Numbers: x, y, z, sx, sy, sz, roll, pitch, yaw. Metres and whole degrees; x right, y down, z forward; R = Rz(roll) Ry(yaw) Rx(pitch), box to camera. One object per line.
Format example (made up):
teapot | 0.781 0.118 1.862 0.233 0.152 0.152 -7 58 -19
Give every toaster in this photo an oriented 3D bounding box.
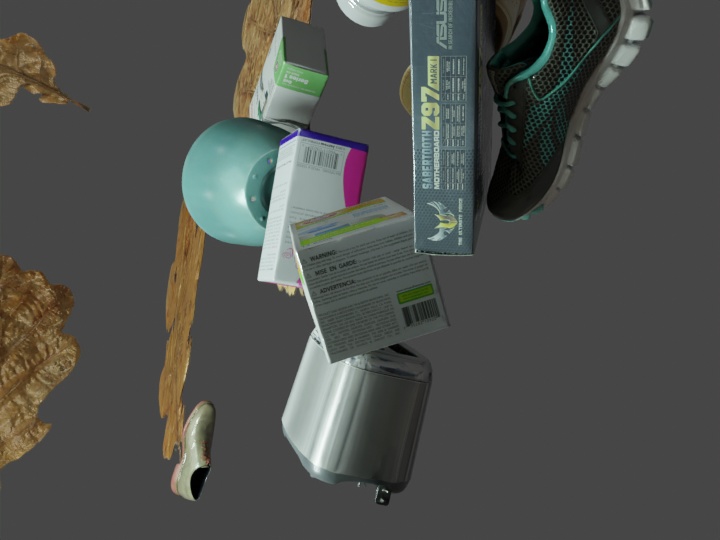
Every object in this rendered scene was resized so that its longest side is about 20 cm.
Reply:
toaster | -0.003 0.130 0.798 0.200 0.113 0.129 -154 78 -72

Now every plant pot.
plant pot | -0.148 -0.128 1.224 0.161 0.200 0.201 19 98 58

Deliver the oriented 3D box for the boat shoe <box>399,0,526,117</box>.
boat shoe | 0.098 -0.204 0.779 0.065 0.072 0.200 -48 -1 -25

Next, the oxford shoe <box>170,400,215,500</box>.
oxford shoe | -0.321 0.366 1.647 0.075 0.070 0.200 12 90 44

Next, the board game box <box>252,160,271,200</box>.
board game box | -0.194 -0.245 1.616 0.134 0.045 0.200 173 107 -69

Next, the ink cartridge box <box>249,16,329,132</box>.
ink cartridge box | -0.128 -0.309 1.412 0.146 0.084 0.200 -98 27 -42

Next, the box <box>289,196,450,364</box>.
box | 0.000 0.000 0.764 0.200 0.112 0.102 -121 15 -78

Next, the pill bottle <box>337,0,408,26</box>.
pill bottle | 0.043 -0.370 0.936 0.200 0.111 0.112 141 136 -62

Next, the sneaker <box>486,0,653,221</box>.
sneaker | 0.127 -0.129 0.605 0.078 0.091 0.200 -112 37 -53

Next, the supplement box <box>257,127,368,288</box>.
supplement box | -0.065 -0.075 1.093 0.103 0.101 0.200 176 104 -70

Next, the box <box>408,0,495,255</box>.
box | 0.075 -0.133 0.636 0.158 0.051 0.200 -65 -26 -61
